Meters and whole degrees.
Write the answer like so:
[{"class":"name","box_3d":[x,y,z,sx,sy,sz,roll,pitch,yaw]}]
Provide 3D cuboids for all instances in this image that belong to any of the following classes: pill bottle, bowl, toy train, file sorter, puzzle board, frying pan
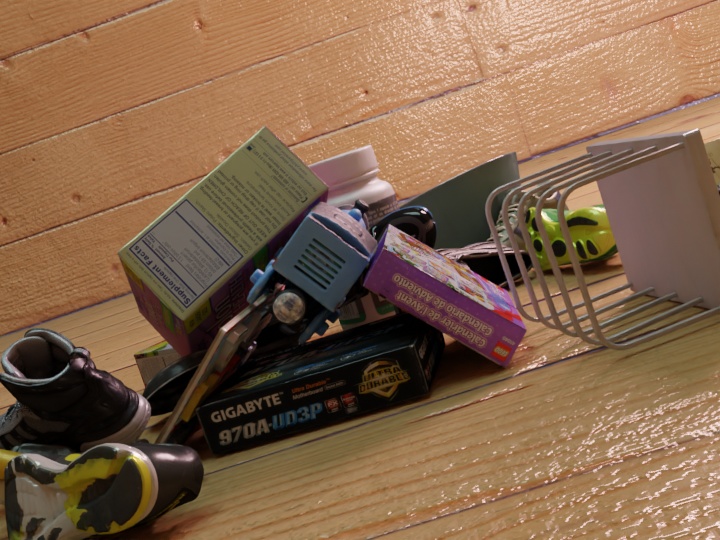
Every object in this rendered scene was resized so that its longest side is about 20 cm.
[{"class":"pill bottle","box_3d":[0.000,-0.039,1.267,0.112,0.202,0.113,-18,7,2]},{"class":"bowl","box_3d":[0.143,-0.069,1.444,0.199,0.106,0.201,-26,-4,-2]},{"class":"toy train","box_3d":[-0.035,-0.008,0.991,0.115,0.086,0.200,-52,1,14]},{"class":"file sorter","box_3d":[0.198,-0.022,0.867,0.123,0.140,0.200,-21,7,-7]},{"class":"puzzle board","box_3d":[-0.129,0.096,0.983,0.152,0.017,0.200,-58,-2,14]},{"class":"frying pan","box_3d":[-0.148,0.095,1.106,0.189,0.031,0.115,-33,-17,3]}]

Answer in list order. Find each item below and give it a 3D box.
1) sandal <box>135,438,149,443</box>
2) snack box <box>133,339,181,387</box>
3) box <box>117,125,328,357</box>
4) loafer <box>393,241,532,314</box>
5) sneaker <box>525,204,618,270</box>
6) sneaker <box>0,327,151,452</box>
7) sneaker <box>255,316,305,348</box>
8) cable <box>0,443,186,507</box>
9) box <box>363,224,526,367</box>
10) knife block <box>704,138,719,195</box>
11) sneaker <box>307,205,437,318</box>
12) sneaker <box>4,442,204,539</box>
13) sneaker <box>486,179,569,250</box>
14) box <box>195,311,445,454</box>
[{"class":"sandal","box_3d":[-0.250,0.158,0.993,0.081,0.055,0.200,-24,8,-20]},{"class":"snack box","box_3d":[-0.166,0.087,1.351,0.141,0.054,0.199,-11,10,40]},{"class":"box","box_3d":[-0.137,-0.019,1.107,0.200,0.097,0.176,-43,-11,-18]},{"class":"loafer","box_3d":[0.116,0.006,1.168,0.062,0.073,0.199,-4,13,43]},{"class":"sneaker","box_3d":[0.246,-0.036,1.198,0.083,0.075,0.200,-2,3,-19]},{"class":"sneaker","box_3d":[-0.283,0.112,0.912,0.198,0.114,0.076,-14,35,24]},{"class":"sneaker","box_3d":[-0.098,0.078,1.240,0.095,0.080,0.199,11,28,38]},{"class":"cable","box_3d":[-0.223,0.175,0.863,0.198,0.098,0.051,2,49,14]},{"class":"box","box_3d":[0.073,0.017,0.953,0.039,0.136,0.200,-61,1,8]},{"class":"knife block","box_3d":[0.313,-0.014,0.878,0.063,0.177,0.201,-18,-38,-5]},{"class":"sneaker","box_3d":[-0.001,0.000,1.173,0.198,0.071,0.083,-30,6,10]},{"class":"sneaker","box_3d":[-0.191,0.166,0.778,0.199,0.075,0.084,-14,-12,43]},{"class":"sneaker","box_3d":[0.194,-0.056,1.347,0.199,0.091,0.067,-24,10,-39]},{"class":"box","box_3d":[-0.028,0.093,0.944,0.198,0.046,0.159,-18,7,13]}]
